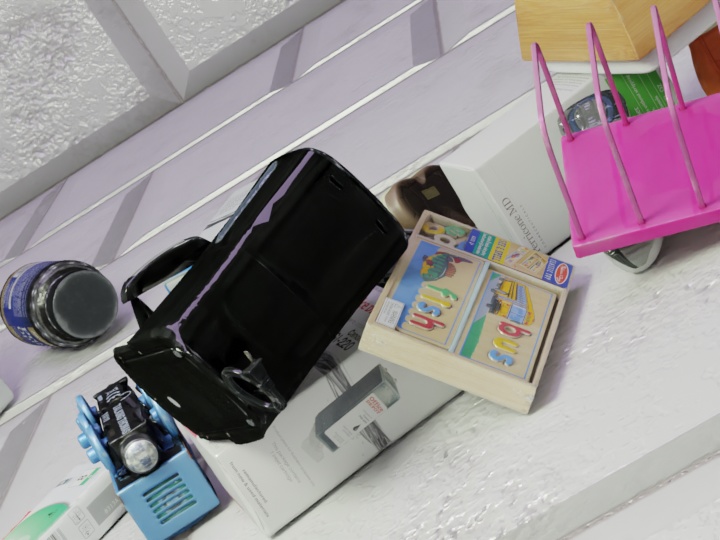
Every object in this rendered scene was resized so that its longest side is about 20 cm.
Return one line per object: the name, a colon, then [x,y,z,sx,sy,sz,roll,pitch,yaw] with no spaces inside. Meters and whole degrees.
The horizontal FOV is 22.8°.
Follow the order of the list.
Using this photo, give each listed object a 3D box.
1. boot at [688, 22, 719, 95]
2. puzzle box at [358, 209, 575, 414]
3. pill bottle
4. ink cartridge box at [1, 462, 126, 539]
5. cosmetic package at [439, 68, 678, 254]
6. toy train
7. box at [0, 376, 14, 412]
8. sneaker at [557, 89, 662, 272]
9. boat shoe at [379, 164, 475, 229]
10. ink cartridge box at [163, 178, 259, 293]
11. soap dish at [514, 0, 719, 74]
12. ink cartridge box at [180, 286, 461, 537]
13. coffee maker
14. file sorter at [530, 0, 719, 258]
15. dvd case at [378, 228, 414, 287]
boot: [0.373,-0.224,1.547,0.200,0.107,0.075,-33,14,-3]
puzzle box: [0.086,0.027,1.354,0.200,0.133,0.025,-62,-8,-60]
pill bottle: [-0.380,0.042,2.266,0.112,0.112,0.200,-40,16,-21]
ink cartridge box: [-0.311,0.246,1.634,0.200,0.050,0.161,-14,25,46]
cosmetic package: [0.184,-0.107,1.574,0.200,0.108,0.085,-39,18,-13]
toy train: [-0.185,0.153,1.526,0.087,0.114,0.200,-31,15,-7]
box: [-0.578,0.152,2.174,0.199,0.200,0.171,-26,15,31]
sneaker: [0.217,-0.064,1.448,0.074,0.087,0.200,-22,37,16]
boat shoe: [0.050,-0.051,1.681,0.076,0.072,0.200,-40,-13,23]
ink cartridge box: [-0.084,0.009,1.697,0.084,0.145,0.200,-26,17,27]
soap dish: [0.233,-0.241,1.531,0.157,0.081,0.200,-40,19,-14]
ink cartridge box: [-0.030,0.104,1.418,0.200,0.085,0.146,-35,16,-10]
coffee maker: [-0.058,0.021,1.319,0.192,0.135,0.200,12,56,45]
file sorter: [0.236,-0.122,1.329,0.200,0.126,0.139,-15,39,14]
dvd case: [0.000,0.000,1.595,0.150,0.025,0.200,-24,-14,31]
